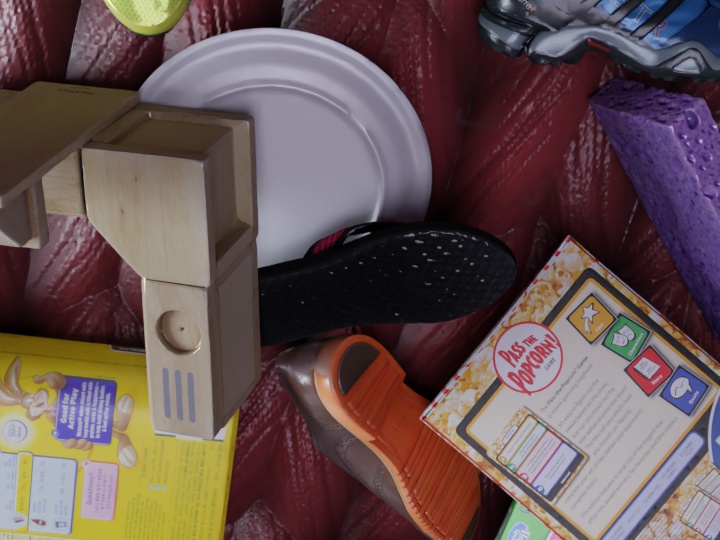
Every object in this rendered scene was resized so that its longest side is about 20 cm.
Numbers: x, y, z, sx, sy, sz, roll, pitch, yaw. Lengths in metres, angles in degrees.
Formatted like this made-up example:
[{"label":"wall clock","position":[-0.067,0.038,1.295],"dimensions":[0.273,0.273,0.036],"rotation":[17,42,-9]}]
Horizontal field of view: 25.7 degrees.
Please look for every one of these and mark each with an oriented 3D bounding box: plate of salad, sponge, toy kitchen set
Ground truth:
[{"label":"plate of salad","position":[-0.054,-0.063,0.985],"dimensions":[0.197,0.048,0.202],"rotation":[1,123,1]},{"label":"sponge","position":[0.218,-0.024,0.977],"dimensions":[0.030,0.111,0.201],"rotation":[-36,111,-8]},{"label":"toy kitchen set","position":[-0.179,0.006,0.915],"dimensions":[0.197,0.163,0.183],"rotation":[8,116,17]}]

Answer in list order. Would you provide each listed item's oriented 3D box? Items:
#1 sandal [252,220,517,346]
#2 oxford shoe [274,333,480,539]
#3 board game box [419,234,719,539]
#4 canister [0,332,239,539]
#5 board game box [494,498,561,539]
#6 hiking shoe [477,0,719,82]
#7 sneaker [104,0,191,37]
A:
[{"label":"sandal","position":[0.000,0.000,0.977],"dimensions":[0.198,0.045,0.076],"rotation":[-11,128,21]},{"label":"oxford shoe","position":[0.016,0.115,1.060],"dimensions":[0.072,0.072,0.201],"rotation":[-2,133,43]},{"label":"board game box","position":[0.160,0.099,1.002],"dimensions":[0.200,0.046,0.152],"rotation":[41,94,4]},{"label":"canister","position":[-0.183,0.117,1.032],"dimensions":[0.197,0.087,0.150],"rotation":[7,112,-7]},{"label":"board game box","position":[0.205,0.163,1.042],"dimensions":[0.198,0.040,0.155],"rotation":[24,92,4]},{"label":"hiking shoe","position":[0.170,-0.164,0.938],"dimensions":[0.197,0.075,0.088],"rotation":[4,113,-4]},{"label":"sneaker","position":[-0.128,-0.227,0.891],"dimensions":[0.077,0.091,0.203],"rotation":[-2,114,-3]}]
